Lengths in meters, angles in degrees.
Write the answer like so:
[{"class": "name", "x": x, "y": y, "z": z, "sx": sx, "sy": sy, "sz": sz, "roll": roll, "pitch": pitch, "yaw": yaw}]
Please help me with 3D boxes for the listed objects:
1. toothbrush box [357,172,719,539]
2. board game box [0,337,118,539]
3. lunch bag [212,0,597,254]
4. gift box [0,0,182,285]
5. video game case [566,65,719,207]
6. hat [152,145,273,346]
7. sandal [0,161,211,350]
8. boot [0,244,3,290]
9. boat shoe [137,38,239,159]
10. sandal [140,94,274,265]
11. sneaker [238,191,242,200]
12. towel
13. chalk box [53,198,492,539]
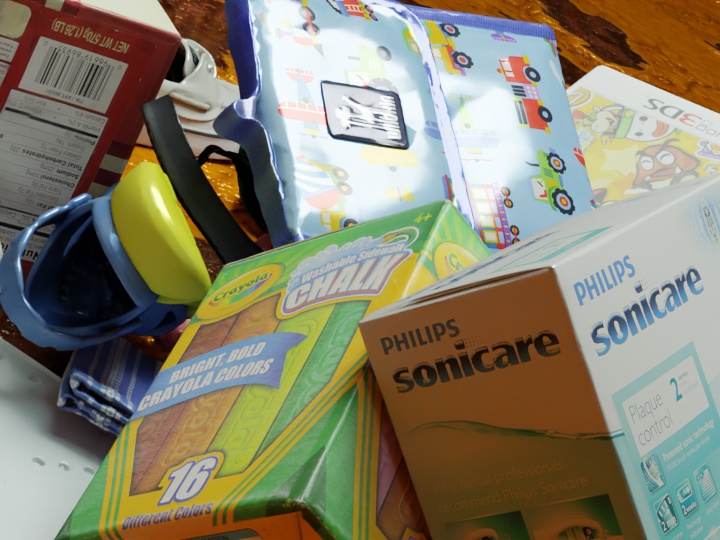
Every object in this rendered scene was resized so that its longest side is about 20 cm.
[{"class": "toothbrush box", "x": 0.099, "y": 0.082, "z": 0.612, "sx": 0.146, "sy": 0.085, "sz": 0.201, "roll": -22, "pitch": 93, "yaw": -52}, {"class": "board game box", "x": -0.176, "y": 0.077, "z": 0.697, "sx": 0.199, "sy": 0.026, "sz": 0.200, "roll": 33, "pitch": 21, "yaw": 9}, {"class": "lunch bag", "x": 0.011, "y": -0.055, "z": 0.845, "sx": 0.199, "sy": 0.094, "sz": 0.152, "roll": 11, "pitch": 57, "yaw": -39}, {"class": "gift box", "x": -0.200, "y": -0.121, "z": 0.889, "sx": 0.184, "sy": 0.201, "sz": 0.187, "roll": 20, "pitch": 21, "yaw": -35}, {"class": "video game case", "x": 0.141, "y": -0.032, "z": 0.969, "sx": 0.181, "sy": 0.023, "sz": 0.200, "roll": 29, "pitch": 53, "yaw": 36}, {"class": "hat", "x": 0.007, "y": -0.005, "z": 0.994, "sx": 0.177, "sy": 0.199, "sz": 0.166, "roll": -97, "pitch": 162, "yaw": -48}, {"class": "sandal", "x": -0.117, "y": -0.002, "z": 0.809, "sx": 0.080, "sy": 0.087, "sz": 0.200, "roll": 64, "pitch": -4, "yaw": 5}, {"class": "boot", "x": -0.247, "y": -0.046, "z": 0.759, "sx": 0.200, "sy": 0.074, "sz": 0.095, "roll": 45, "pitch": -27, "yaw": -21}, {"class": "boat shoe", "x": -0.126, "y": -0.123, "z": 1.155, "sx": 0.199, "sy": 0.066, "sz": 0.072, "roll": 8, "pitch": 29, "yaw": -42}, {"class": "sandal", "x": -0.039, "y": -0.003, "z": 0.845, "sx": 0.201, "sy": 0.043, "sz": 0.076, "roll": 55, "pitch": -5, "yaw": -13}, {"class": "sneaker", "x": -0.004, "y": -0.066, "z": 1.163, "sx": 0.075, "sy": 0.080, "sz": 0.199, "roll": 39, "pitch": 25, "yaw": 26}, {"class": "towel", "x": -0.042, "y": 0.081, "z": 0.811, "sx": 0.199, "sy": 0.024, "sz": 0.145, "roll": 28, "pitch": 5, "yaw": -8}, {"class": "chalk box", "x": 0.002, "y": 0.062, "z": 0.667, "sx": 0.124, "sy": 0.124, "sz": 0.201, "roll": 52, "pitch": 41, "yaw": -25}]
